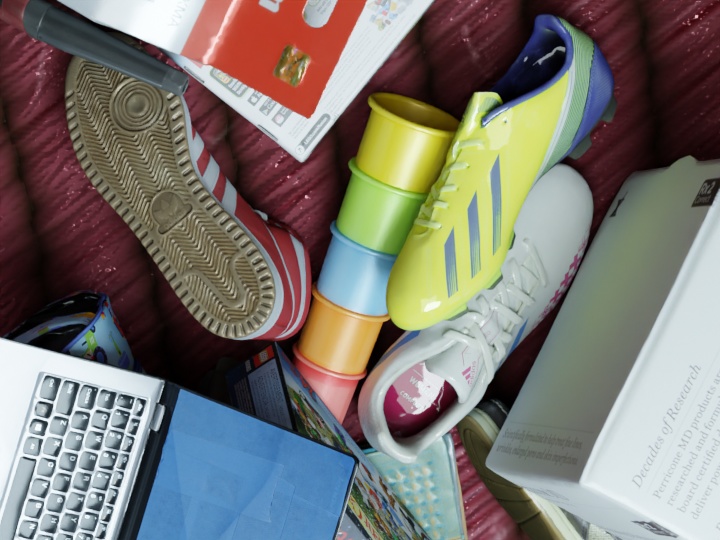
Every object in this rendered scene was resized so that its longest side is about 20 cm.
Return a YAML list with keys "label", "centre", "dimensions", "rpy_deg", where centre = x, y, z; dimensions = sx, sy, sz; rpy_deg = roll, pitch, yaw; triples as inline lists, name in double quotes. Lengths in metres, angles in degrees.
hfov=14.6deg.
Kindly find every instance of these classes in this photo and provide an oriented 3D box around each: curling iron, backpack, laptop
- label: "curling iron"
  centre: [-0.190, -0.135, 1.585]
  dimensions: [0.199, 0.026, 0.050]
  rpy_deg: [17, 92, 5]
- label: "backpack"
  centre: [-0.190, 0.113, 1.601]
  dimensions: [0.200, 0.183, 0.135]
  rpy_deg: [-44, 98, 5]
- label: "laptop"
  centre: [-0.135, 0.151, 1.476]
  dimensions: [0.199, 0.116, 0.189]
  rpy_deg: [16, 94, -26]

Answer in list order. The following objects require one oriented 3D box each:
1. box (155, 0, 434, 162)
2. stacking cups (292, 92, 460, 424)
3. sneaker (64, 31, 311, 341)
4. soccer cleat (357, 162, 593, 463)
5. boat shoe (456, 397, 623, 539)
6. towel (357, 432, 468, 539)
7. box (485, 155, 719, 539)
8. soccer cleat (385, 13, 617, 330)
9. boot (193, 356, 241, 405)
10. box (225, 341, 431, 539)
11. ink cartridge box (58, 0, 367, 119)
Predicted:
- label: "box"
  centre: [-0.013, -0.173, 1.596]
  dimensions: [0.110, 0.035, 0.200]
  rpy_deg: [38, 102, -12]
- label: "stacking cups"
  centre: [0.000, 0.000, 1.635]
  dimensions: [0.060, 0.061, 0.201]
  rpy_deg: [18, 105, -8]
- label: "sneaker"
  centre: [-0.097, -0.042, 1.624]
  dimensions: [0.071, 0.112, 0.201]
  rpy_deg: [-33, 75, 10]
- label: "soccer cleat"
  centre: [0.072, 0.030, 1.633]
  dimensions: [0.070, 0.086, 0.200]
  rpy_deg: [34, 100, -12]
- label: "boat shoe"
  centre: [0.137, 0.147, 1.687]
  dimensions: [0.065, 0.073, 0.200]
  rpy_deg: [-42, 103, -12]
- label: "towel"
  centre: [-0.002, 0.200, 1.717]
  dimensions: [0.146, 0.022, 0.201]
  rpy_deg: [-9, 109, 1]
- label: "box"
  centre: [0.188, 0.054, 1.562]
  dimensions: [0.130, 0.199, 0.201]
  rpy_deg: [28, 84, -10]
- label: "soccer cleat"
  centre: [0.068, -0.058, 1.587]
  dimensions: [0.201, 0.065, 0.084]
  rpy_deg: [-53, 131, -14]
- label: "boot"
  centre: [-0.107, 0.163, 1.650]
  dimensions: [0.077, 0.139, 0.201]
  rpy_deg: [24, 124, -9]
- label: "box"
  centre: [0.000, 0.151, 1.599]
  dimensions: [0.038, 0.137, 0.200]
  rpy_deg: [-33, 119, 8]
- label: "ink cartridge box"
  centre: [-0.086, -0.198, 1.547]
  dimensions: [0.199, 0.057, 0.163]
  rpy_deg: [30, 104, 15]
